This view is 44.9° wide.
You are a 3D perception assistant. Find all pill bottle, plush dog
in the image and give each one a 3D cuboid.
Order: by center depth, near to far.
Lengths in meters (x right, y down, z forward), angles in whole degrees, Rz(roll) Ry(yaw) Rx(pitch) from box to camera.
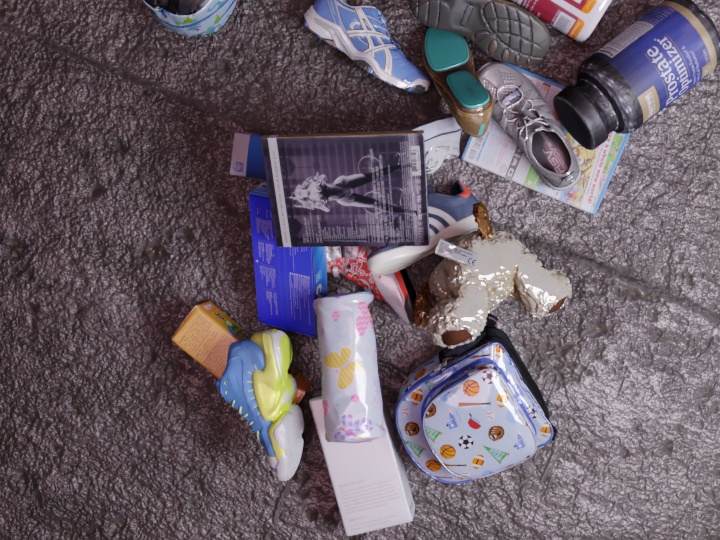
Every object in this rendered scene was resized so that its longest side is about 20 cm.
[{"bbox_3d":[0.351,-0.248,1.118,0.199,0.112,0.112,-37,90,0],"label":"pill bottle"},{"bbox_3d":[0.235,-0.395,1.130,0.199,0.113,0.114,32,97,2],"label":"pill bottle"},{"bbox_3d":[0.148,0.007,1.138,0.198,0.172,0.162,-18,84,-16],"label":"plush dog"}]

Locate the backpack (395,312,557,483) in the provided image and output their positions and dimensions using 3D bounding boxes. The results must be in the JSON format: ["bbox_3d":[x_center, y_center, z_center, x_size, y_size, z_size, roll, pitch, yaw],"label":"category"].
[{"bbox_3d":[0.144,0.195,1.175,0.189,0.154,0.201,-29,94,18],"label":"backpack"}]

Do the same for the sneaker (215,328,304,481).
[{"bbox_3d":[-0.137,0.182,1.179,0.104,0.076,0.202,-5,85,17],"label":"sneaker"}]

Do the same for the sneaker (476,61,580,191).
[{"bbox_3d":[0.226,-0.196,1.143,0.075,0.082,0.200,-40,88,7],"label":"sneaker"}]

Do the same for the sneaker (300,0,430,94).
[{"bbox_3d":[0.015,-0.310,1.179,0.199,0.076,0.077,36,102,1],"label":"sneaker"}]

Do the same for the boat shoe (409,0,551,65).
[{"bbox_3d":[0.161,-0.342,1.157,0.198,0.074,0.076,23,125,-10],"label":"boat shoe"}]

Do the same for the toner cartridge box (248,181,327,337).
[{"bbox_3d":[-0.095,-0.014,1.180,0.094,0.043,0.202,12,122,21],"label":"toner cartridge box"}]

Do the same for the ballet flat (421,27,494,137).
[{"bbox_3d":[0.128,-0.247,1.156,0.067,0.073,0.201,-17,49,-5],"label":"ballet flat"}]

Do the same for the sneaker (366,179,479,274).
[{"bbox_3d":[0.077,-0.063,1.165,0.199,0.075,0.085,-24,82,-32],"label":"sneaker"}]

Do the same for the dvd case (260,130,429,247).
[{"bbox_3d":[-0.016,-0.098,1.072,0.198,0.016,0.150,-1,120,9],"label":"dvd case"}]

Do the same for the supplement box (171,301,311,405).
[{"bbox_3d":[-0.168,0.130,1.240,0.199,0.067,0.069,36,97,2],"label":"supplement box"}]

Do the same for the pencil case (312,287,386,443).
[{"bbox_3d":[-0.014,0.127,1.148,0.082,0.091,0.202,-6,82,10],"label":"pencil case"}]

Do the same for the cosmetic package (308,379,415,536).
[{"bbox_3d":[0.004,0.259,1.229,0.101,0.074,0.202,-14,91,7],"label":"cosmetic package"}]

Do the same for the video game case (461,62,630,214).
[{"bbox_3d":[0.256,-0.181,1.193,0.198,0.018,0.144,23,96,4],"label":"video game case"}]

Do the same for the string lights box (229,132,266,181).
[{"bbox_3d":[-0.062,-0.140,1.160,0.198,0.103,0.060,9,95,23],"label":"string lights box"}]

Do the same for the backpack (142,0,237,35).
[{"bbox_3d":[-0.215,-0.418,1.174,0.162,0.154,0.201,26,75,1],"label":"backpack"}]

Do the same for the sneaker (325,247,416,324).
[{"bbox_3d":[0.000,-0.001,1.212,0.107,0.067,0.203,-27,89,10],"label":"sneaker"}]

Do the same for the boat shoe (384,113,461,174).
[{"bbox_3d":[0.085,-0.158,1.129,0.073,0.199,0.067,-5,104,36],"label":"boat shoe"}]
